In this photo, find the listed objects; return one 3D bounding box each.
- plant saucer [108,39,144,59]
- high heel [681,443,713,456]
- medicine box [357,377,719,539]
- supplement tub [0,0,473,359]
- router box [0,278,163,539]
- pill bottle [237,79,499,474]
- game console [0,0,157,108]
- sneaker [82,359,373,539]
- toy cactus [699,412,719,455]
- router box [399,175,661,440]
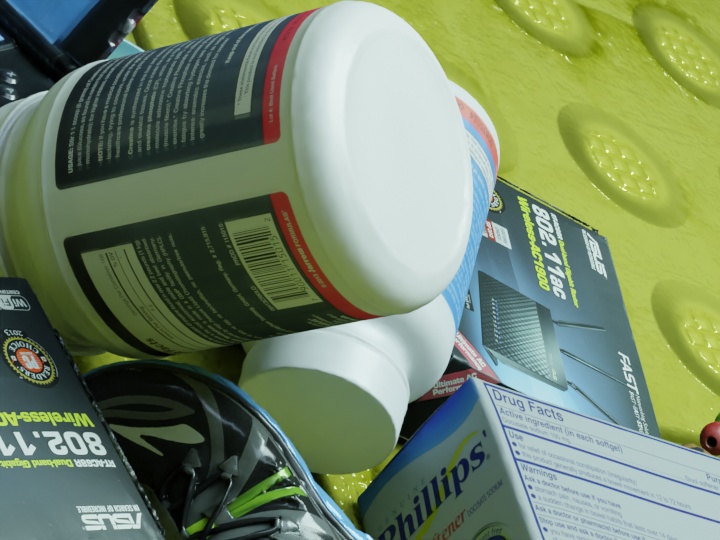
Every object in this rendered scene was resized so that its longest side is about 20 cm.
[{"bbox_3d":[-0.132,-0.056,1.474,0.200,0.027,0.200,30,32,-21],"label":"plant saucer"},{"bbox_3d":[0.256,0.155,1.571,0.200,0.071,0.143,9,42,-8],"label":"high heel"},{"bbox_3d":[0.118,0.173,1.390,0.182,0.103,0.200,19,36,-35],"label":"medicine box"},{"bbox_3d":[-0.063,-0.036,1.294,0.140,0.200,0.141,27,58,-54],"label":"supplement tub"},{"bbox_3d":[-0.192,0.074,1.169,0.200,0.062,0.150,3,49,-49],"label":"router box"},{"bbox_3d":[0.000,0.000,1.443,0.112,0.112,0.200,32,47,-18],"label":"pill bottle"},{"bbox_3d":[-0.206,-0.176,1.409,0.200,0.119,0.172,43,34,20],"label":"game console"},{"bbox_3d":[-0.055,0.116,1.288,0.200,0.071,0.083,45,26,2],"label":"sneaker"},{"bbox_3d":[0.286,0.139,1.670,0.200,0.102,0.165,35,19,5],"label":"toy cactus"},{"bbox_3d":[0.078,0.031,1.574,0.150,0.062,0.200,27,32,-28],"label":"router box"}]
